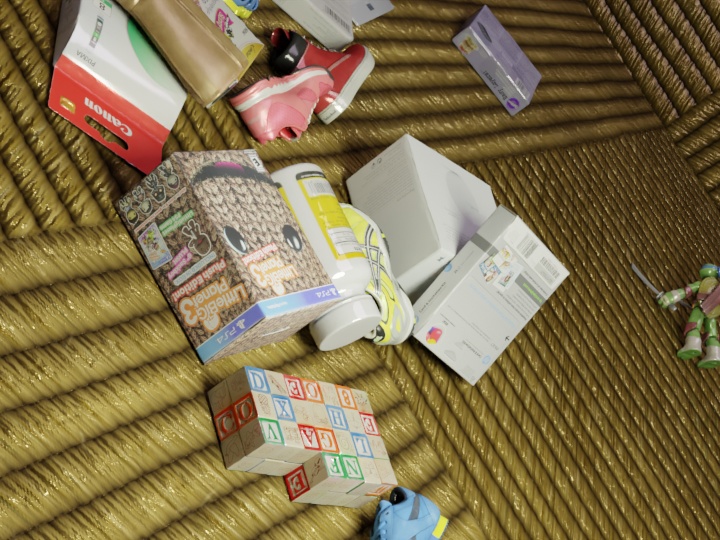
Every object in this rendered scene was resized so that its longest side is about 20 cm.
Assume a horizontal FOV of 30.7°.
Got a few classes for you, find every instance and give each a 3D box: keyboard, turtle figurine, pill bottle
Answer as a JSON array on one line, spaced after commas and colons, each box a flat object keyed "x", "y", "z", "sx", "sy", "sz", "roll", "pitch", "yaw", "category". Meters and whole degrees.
[{"x": 0.011, "y": -0.456, "z": 2.244, "sx": 0.056, "sy": 0.011, "sz": 0.200, "roll": 57, "pitch": 27, "yaw": -6, "category": "keyboard"}, {"x": 0.640, "y": 0.091, "z": 2.567, "sx": 0.144, "sy": 0.199, "sz": 0.195, "roll": 54, "pitch": 37, "yaw": -57, "category": "turtle figurine"}, {"x": -0.054, "y": -0.014, "z": 1.522, "sx": 0.111, "sy": 0.111, "sz": 0.201, "roll": 2, "pitch": 57, "yaw": -57, "category": "pill bottle"}]

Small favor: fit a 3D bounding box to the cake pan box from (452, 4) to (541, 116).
[{"x": 0.273, "y": -0.412, "z": 2.571, "sx": 0.200, "sy": 0.052, "sz": 0.184, "roll": 49, "pitch": 29, "yaw": -11, "category": "cake pan box"}]

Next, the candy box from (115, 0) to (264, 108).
[{"x": -0.222, "y": -0.317, "z": 1.650, "sx": 0.200, "sy": 0.061, "sz": 0.137, "roll": 47, "pitch": 28, "yaw": -16, "category": "candy box"}]

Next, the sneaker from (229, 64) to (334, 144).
[{"x": -0.096, "y": -0.214, "z": 1.744, "sx": 0.200, "sy": 0.073, "sz": 0.087, "roll": -28, "pitch": 95, "yaw": -54, "category": "sneaker"}]

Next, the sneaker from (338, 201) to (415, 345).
[{"x": 0.000, "y": 0.000, "z": 1.635, "sx": 0.201, "sy": 0.075, "sz": 0.076, "roll": 59, "pitch": 26, "yaw": 12, "category": "sneaker"}]

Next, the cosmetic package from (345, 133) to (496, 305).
[{"x": 0.103, "y": -0.044, "z": 1.796, "sx": 0.199, "sy": 0.123, "sz": 0.201, "roll": 27, "pitch": 37, "yaw": -43, "category": "cosmetic package"}]

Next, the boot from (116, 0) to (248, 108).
[{"x": -0.206, "y": -0.313, "z": 1.552, "sx": 0.200, "sy": 0.066, "sz": 0.175, "roll": 47, "pitch": 52, "yaw": -13, "category": "boot"}]

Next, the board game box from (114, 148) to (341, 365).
[{"x": -0.140, "y": -0.020, "z": 1.406, "sx": 0.201, "sy": 0.097, "sz": 0.159, "roll": 59, "pitch": 27, "yaw": 9, "category": "board game box"}]

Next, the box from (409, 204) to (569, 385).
[{"x": 0.164, "y": 0.035, "z": 1.706, "sx": 0.156, "sy": 0.200, "sz": 0.041, "roll": 40, "pitch": 0, "yaw": -44, "category": "box"}]

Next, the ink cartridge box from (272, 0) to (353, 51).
[{"x": -0.093, "y": -0.453, "z": 2.030, "sx": 0.200, "sy": 0.045, "sz": 0.177, "roll": 38, "pitch": 32, "yaw": -31, "category": "ink cartridge box"}]

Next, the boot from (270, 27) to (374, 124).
[{"x": -0.059, "y": -0.315, "z": 1.905, "sx": 0.144, "sy": 0.072, "sz": 0.200, "roll": 46, "pitch": 32, "yaw": -14, "category": "boot"}]

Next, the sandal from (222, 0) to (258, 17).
[{"x": -0.159, "y": -0.395, "z": 1.794, "sx": 0.079, "sy": 0.087, "sz": 0.200, "roll": 45, "pitch": 14, "yaw": -14, "category": "sandal"}]

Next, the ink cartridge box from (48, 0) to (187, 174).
[{"x": -0.268, "y": -0.216, "z": 1.478, "sx": 0.161, "sy": 0.050, "sz": 0.201, "roll": 35, "pitch": 31, "yaw": -33, "category": "ink cartridge box"}]

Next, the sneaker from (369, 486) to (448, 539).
[{"x": 0.031, "y": 0.294, "z": 1.371, "sx": 0.078, "sy": 0.066, "sz": 0.200, "roll": 41, "pitch": 27, "yaw": -1, "category": "sneaker"}]

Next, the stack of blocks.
[{"x": -0.058, "y": 0.176, "z": 1.358, "sx": 0.199, "sy": 0.058, "sz": 0.116, "roll": 19, "pitch": 44, "yaw": -49, "category": "stack of blocks"}]
